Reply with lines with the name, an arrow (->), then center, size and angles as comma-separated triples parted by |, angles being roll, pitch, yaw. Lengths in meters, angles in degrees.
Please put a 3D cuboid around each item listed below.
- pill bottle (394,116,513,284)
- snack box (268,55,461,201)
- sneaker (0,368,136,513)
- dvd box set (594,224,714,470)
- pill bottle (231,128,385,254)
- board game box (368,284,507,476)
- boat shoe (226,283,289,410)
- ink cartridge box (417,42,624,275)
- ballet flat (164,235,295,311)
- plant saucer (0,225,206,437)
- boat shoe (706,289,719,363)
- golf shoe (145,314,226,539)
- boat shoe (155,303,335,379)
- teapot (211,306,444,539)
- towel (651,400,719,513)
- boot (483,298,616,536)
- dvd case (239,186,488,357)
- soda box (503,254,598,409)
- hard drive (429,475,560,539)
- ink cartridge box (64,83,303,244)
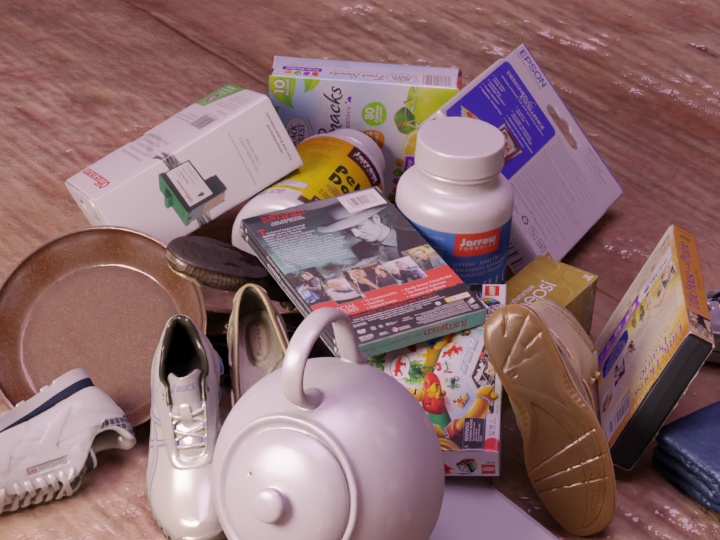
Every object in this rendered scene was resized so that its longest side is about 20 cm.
pill bottle -> 0.085, -0.036, 1.799 | 0.112, 0.201, 0.112 | 2, 32, -1
snack box -> 0.003, -0.147, 2.025 | 0.199, 0.143, 0.053 | 5, 32, 2
sneaker -> -0.275, 0.160, 1.579 | 0.081, 0.076, 0.200 | 47, 55, 9
dvd box set -> 0.257, 0.065, 1.696 | 0.029, 0.147, 0.200 | 24, 26, -9
pill bottle -> -0.044, -0.066, 1.921 | 0.109, 0.110, 0.200 | 13, 33, 16
board game box -> 0.061, 0.091, 1.651 | 0.126, 0.035, 0.201 | 0, 43, 7
boat shoe -> -0.078, 0.107, 1.630 | 0.073, 0.063, 0.201 | -9, 56, 0
ink cartridge box -> 0.167, -0.111, 1.960 | 0.043, 0.199, 0.200 | -30, 7, 41
ballet flat -> -0.105, 0.007, 1.722 | 0.067, 0.046, 0.200 | 44, 20, 31
plant saucer -> -0.232, 0.058, 1.703 | 0.199, 0.037, 0.201 | -2, 66, 5
boat shoe -> 0.341, 0.048, 1.813 | 0.199, 0.067, 0.074 | 12, 33, 15
golf shoe -> -0.146, 0.129, 1.576 | 0.078, 0.097, 0.201 | -9, 56, -3
boat shoe -> -0.088, 0.075, 1.730 | 0.199, 0.071, 0.070 | 2, 23, 15
teapot -> -0.038, 0.159, 1.457 | 0.201, 0.197, 0.146 | 59, 23, 10
towel -> 0.357, 0.150, 1.668 | 0.199, 0.049, 0.112 | -17, 37, -30
boot -> 0.175, 0.119, 1.640 | 0.073, 0.201, 0.155 | -26, -5, 16
dvd case -> 0.000, 0.000, 1.697 | 0.145, 0.022, 0.200 | -16, 44, -26
soda box -> 0.142, 0.061, 1.777 | 0.068, 0.064, 0.200 | 22, 36, 27
hard drive -> 0.073, 0.217, 1.556 | 0.131, 0.026, 0.200 | -20, 39, -33
ink cartridge box -> -0.176, -0.096, 1.885 | 0.200, 0.085, 0.146 | -32, 18, -10
